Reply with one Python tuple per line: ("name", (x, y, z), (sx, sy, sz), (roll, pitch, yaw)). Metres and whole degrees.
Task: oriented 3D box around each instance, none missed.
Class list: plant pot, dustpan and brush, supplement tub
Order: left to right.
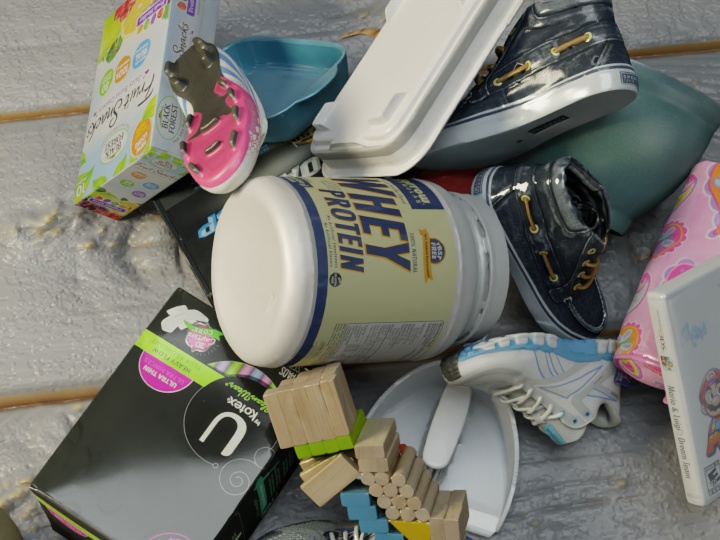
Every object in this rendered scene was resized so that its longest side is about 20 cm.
("supplement tub", (0.000, 0.000, 1.178), (0.200, 0.145, 0.145), (-1, 62, -31))
("dustpan and brush", (0.081, 0.105, 1.271), (0.140, 0.057, 0.200), (18, 65, 7))
("plant pot", (0.199, -0.111, 1.319), (0.200, 0.200, 0.134), (22, 91, 8))

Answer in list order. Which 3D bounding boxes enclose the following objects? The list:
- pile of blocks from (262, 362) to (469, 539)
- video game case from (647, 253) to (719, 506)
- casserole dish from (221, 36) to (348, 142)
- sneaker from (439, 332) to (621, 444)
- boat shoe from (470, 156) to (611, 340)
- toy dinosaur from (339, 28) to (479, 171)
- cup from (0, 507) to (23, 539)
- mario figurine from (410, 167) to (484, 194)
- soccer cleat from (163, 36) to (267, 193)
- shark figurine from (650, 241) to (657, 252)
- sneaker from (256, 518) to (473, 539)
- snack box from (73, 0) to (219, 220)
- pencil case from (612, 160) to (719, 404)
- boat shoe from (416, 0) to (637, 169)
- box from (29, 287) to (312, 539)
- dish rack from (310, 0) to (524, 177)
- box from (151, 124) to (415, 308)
("pile of blocks", (0.008, 0.150, 1.158), (0.082, 0.062, 0.200), (-38, 98, 23))
("video game case", (0.320, 0.068, 1.225), (0.200, 0.024, 0.182), (-24, 109, -32))
("casserole dish", (-0.090, -0.160, 1.355), (0.200, 0.039, 0.121), (13, 50, 46))
("sneaker", (0.150, 0.098, 1.234), (0.200, 0.075, 0.087), (5, 74, -38))
("boat shoe", (0.175, -0.011, 1.251), (0.091, 0.200, 0.071), (-8, 44, 38))
("toy dinosaur", (0.045, -0.177, 1.325), (0.106, 0.060, 0.200), (-21, 51, 5))
("cup", (-0.332, 0.245, 1.140), (0.200, 0.200, 0.143), (18, 39, 7))
("mario figurine", (0.059, -0.099, 1.372), (0.106, 0.123, 0.200), (16, 46, -42))
("soccer cleat", (-0.101, -0.115, 1.208), (0.070, 0.086, 0.200), (-38, 36, 14))
("shark figurine", (0.379, -0.009, 1.321), (0.214, 0.090, 0.128), (-19, 68, -8))
("sneaker", (0.006, 0.225, 1.200), (0.200, 0.085, 0.077), (0, 65, -1))
("snack box", (-0.188, -0.162, 1.343), (0.053, 0.142, 0.200), (20, 61, -30))
("pencil case", (0.280, 0.010, 1.258), (0.087, 0.087, 0.200), (22, 76, 8))
("boat shoe", (0.125, -0.150, 1.218), (0.200, 0.071, 0.091), (-20, 71, 30))
("box", (-0.140, 0.147, 1.210), (0.149, 0.124, 0.200), (31, 68, 12))
("dish rack", (0.038, -0.167, 1.228), (0.044, 0.172, 0.200), (38, 74, -25))
("box", (-0.066, -0.060, 1.307), (0.200, 0.046, 0.159), (-30, 46, -4))
